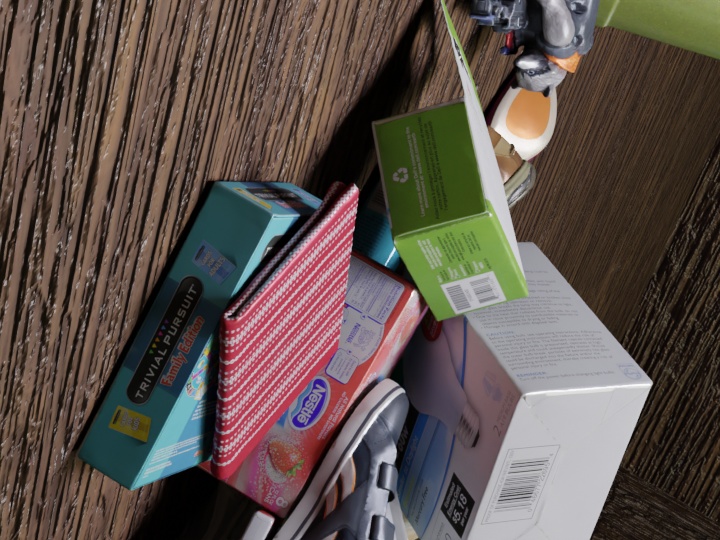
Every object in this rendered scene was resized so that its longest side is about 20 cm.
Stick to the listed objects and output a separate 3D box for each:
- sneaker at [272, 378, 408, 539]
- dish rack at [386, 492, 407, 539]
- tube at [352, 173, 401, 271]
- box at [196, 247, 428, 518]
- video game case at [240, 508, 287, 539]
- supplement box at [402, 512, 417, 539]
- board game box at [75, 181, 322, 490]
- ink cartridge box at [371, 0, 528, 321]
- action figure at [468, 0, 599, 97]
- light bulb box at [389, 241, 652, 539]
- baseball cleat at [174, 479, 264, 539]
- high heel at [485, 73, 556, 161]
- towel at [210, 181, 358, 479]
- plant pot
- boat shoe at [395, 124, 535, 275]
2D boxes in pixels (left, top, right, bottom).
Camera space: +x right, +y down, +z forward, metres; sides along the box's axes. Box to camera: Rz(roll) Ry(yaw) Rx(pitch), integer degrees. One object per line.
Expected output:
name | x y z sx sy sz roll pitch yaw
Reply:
sneaker | -0.005 0.181 1.405 0.200 0.079 0.078 -58 166 -10
dish rack | -0.002 0.218 1.526 0.172 0.043 0.200 117 -29 -42
tube | 0.000 0.000 1.526 0.200 0.050 0.077 -60 -153 -2
box | -0.039 0.079 1.445 0.200 0.102 0.095 -61 167 0
video game case | -0.090 0.248 1.476 0.143 0.017 0.200 -63 173 -1
supplement box | 0.002 0.219 1.713 0.200 0.074 0.126 -33 163 33
board game box | -0.098 0.039 1.257 0.200 0.047 0.151 -62 167 9
ink cartridge box | 0.059 -0.086 1.418 0.148 0.076 0.200 58 18 -61
action figure | 0.161 -0.232 1.535 0.200 0.104 0.194 -38 145 -66
light bulb box | 0.106 0.111 1.518 0.124 0.200 0.199 -1 124 -28
baseball cleat | -0.115 0.224 1.548 0.200 0.070 0.106 -53 -179 4
high heel | 0.124 -0.104 1.808 0.096 0.067 0.201 9 -98 67
towel | -0.055 0.043 1.277 0.145 0.022 0.200 -50 162 -32
plant pot | 0.297 -0.272 1.692 0.200 0.190 0.200 -62 176 -8
boat shoe | 0.052 -0.046 1.591 0.200 0.074 0.076 -39 -169 -10
